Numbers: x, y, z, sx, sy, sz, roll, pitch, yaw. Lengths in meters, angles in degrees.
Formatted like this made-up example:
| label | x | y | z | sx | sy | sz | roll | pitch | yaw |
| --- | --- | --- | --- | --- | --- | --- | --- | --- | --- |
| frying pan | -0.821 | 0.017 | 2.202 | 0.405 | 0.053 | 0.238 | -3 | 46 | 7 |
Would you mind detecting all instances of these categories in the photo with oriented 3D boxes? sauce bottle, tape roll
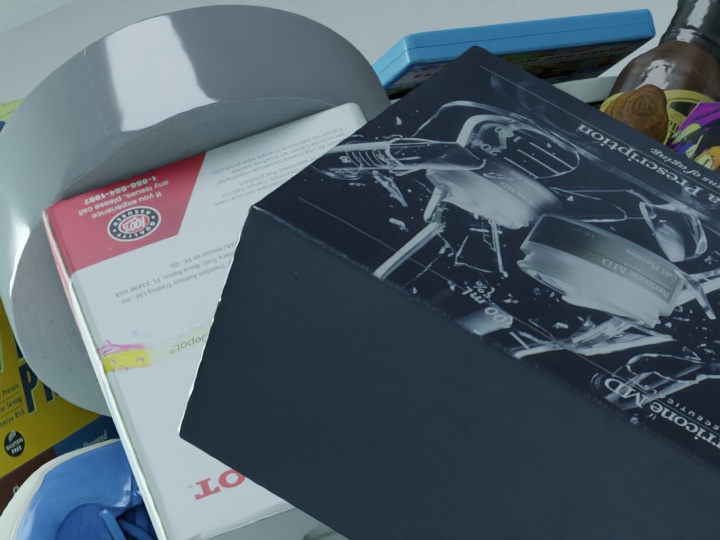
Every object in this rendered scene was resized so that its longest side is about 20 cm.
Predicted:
| label | x | y | z | sx | sy | sz | roll | pitch | yaw |
| --- | --- | --- | --- | --- | --- | --- | --- | --- | --- |
| sauce bottle | 0.145 | -0.064 | 1.386 | 0.065 | 0.065 | 0.201 | -5 | 50 | 47 |
| tape roll | -0.070 | -0.022 | 1.260 | 0.199 | 0.201 | 0.066 | -21 | 49 | -5 |

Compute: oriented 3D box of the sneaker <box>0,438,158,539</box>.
| label | x | y | z | sx | sy | sz | roll | pitch | yaw |
| --- | --- | --- | --- | --- | --- | --- | --- | --- | --- |
| sneaker | -0.065 | 0.095 | 1.203 | 0.111 | 0.077 | 0.200 | -20 | 3 | 42 |

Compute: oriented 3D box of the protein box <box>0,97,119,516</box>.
| label | x | y | z | sx | sy | sz | roll | pitch | yaw |
| --- | --- | --- | --- | --- | --- | --- | --- | --- | --- |
| protein box | -0.219 | 0.037 | 1.383 | 0.198 | 0.201 | 0.135 | -6 | 19 | 44 |

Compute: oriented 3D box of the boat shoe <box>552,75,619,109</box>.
| label | x | y | z | sx | sy | sz | roll | pitch | yaw |
| --- | --- | --- | --- | --- | --- | --- | --- | --- | --- |
| boat shoe | 0.154 | -0.073 | 1.498 | 0.075 | 0.061 | 0.199 | -5 | 1 | 44 |

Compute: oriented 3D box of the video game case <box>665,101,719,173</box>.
| label | x | y | z | sx | sy | sz | roll | pitch | yaw |
| --- | --- | --- | --- | --- | --- | --- | --- | --- | --- |
| video game case | 0.168 | -0.003 | 1.219 | 0.181 | 0.036 | 0.200 | -50 | 24 | -19 |

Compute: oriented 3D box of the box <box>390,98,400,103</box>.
| label | x | y | z | sx | sy | sz | roll | pitch | yaw |
| --- | --- | --- | --- | --- | --- | --- | --- | --- | --- |
| box | 0.000 | 0.000 | 1.379 | 0.110 | 0.035 | 0.201 | -12 | 45 | 31 |

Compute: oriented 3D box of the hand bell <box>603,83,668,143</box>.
| label | x | y | z | sx | sy | sz | roll | pitch | yaw |
| --- | --- | --- | --- | --- | --- | --- | --- | --- | --- |
| hand bell | 0.108 | -0.039 | 1.249 | 0.104 | 0.105 | 0.200 | -12 | 22 | 27 |

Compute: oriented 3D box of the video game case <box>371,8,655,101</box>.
| label | x | y | z | sx | sy | sz | roll | pitch | yaw |
| --- | --- | --- | --- | --- | --- | --- | --- | --- | --- |
| video game case | 0.052 | -0.095 | 1.493 | 0.142 | 0.018 | 0.200 | -8 | -11 | -23 |

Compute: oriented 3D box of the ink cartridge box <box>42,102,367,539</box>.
| label | x | y | z | sx | sy | sz | roll | pitch | yaw |
| --- | --- | --- | --- | --- | --- | --- | --- | --- | --- |
| ink cartridge box | -0.032 | 0.043 | 1.144 | 0.145 | 0.083 | 0.200 | -18 | 48 | -7 |

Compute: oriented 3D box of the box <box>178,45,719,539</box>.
| label | x | y | z | sx | sy | sz | roll | pitch | yaw |
| --- | --- | --- | --- | --- | --- | --- | --- | --- | --- |
| box | 0.071 | 0.032 | 0.994 | 0.199 | 0.104 | 0.182 | 29 | 34 | 15 |
